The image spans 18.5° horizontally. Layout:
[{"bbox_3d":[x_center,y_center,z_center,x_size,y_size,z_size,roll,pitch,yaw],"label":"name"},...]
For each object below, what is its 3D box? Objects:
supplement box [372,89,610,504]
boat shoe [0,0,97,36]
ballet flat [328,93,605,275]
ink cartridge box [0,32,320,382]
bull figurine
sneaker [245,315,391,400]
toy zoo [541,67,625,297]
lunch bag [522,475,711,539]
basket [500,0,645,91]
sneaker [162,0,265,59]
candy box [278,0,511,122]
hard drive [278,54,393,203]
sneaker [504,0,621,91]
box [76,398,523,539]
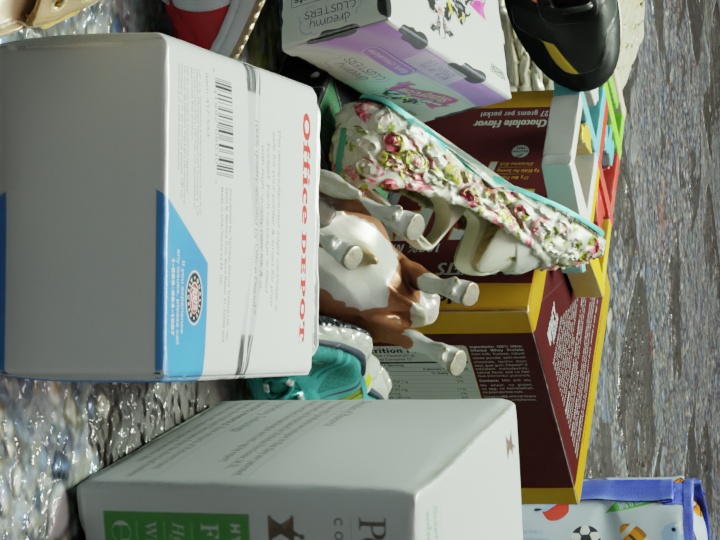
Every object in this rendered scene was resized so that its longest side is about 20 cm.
[{"bbox_3d":[0.079,0.019,1.480,0.200,0.133,0.197,71,24,-45],"label":"supplement box"},{"bbox_3d":[-0.132,-0.137,0.907,0.200,0.069,0.074,-56,142,-62],"label":"boat shoe"},{"bbox_3d":[0.058,-0.035,1.304,0.200,0.076,0.064,28,79,-27],"label":"ballet flat"},{"bbox_3d":[-0.088,-0.023,1.017,0.200,0.086,0.147,8,82,-74],"label":"ink cartridge box"},{"bbox_3d":[0.000,0.000,1.236,0.200,0.121,0.065,39,74,-45],"label":"bull figurine"},{"bbox_3d":[-0.030,0.070,1.234,0.200,0.077,0.080,49,55,-63],"label":"sneaker"},{"bbox_3d":[0.147,-0.076,1.444,0.131,0.020,0.200,70,25,-48],"label":"toy zoo"},{"bbox_3d":[0.205,0.244,1.821,0.124,0.170,0.200,-77,158,-47],"label":"lunch bag"},{"bbox_3d":[0.149,-0.208,1.736,0.200,0.123,0.136,-64,149,-58],"label":"basket"},{"bbox_3d":[-0.092,-0.168,1.066,0.200,0.112,0.071,118,-13,-54],"label":"sneaker"},{"bbox_3d":[0.015,-0.206,1.297,0.168,0.071,0.200,22,59,-60],"label":"candy box"},{"bbox_3d":[-0.008,-0.102,1.365,0.200,0.038,0.140,-74,156,-45],"label":"hard drive"},{"bbox_3d":[0.111,-0.199,1.339,0.090,0.070,0.200,-61,139,-70],"label":"sneaker"},{"bbox_3d":[-0.019,0.177,1.087,0.200,0.171,0.199,-28,116,-71],"label":"box"}]
